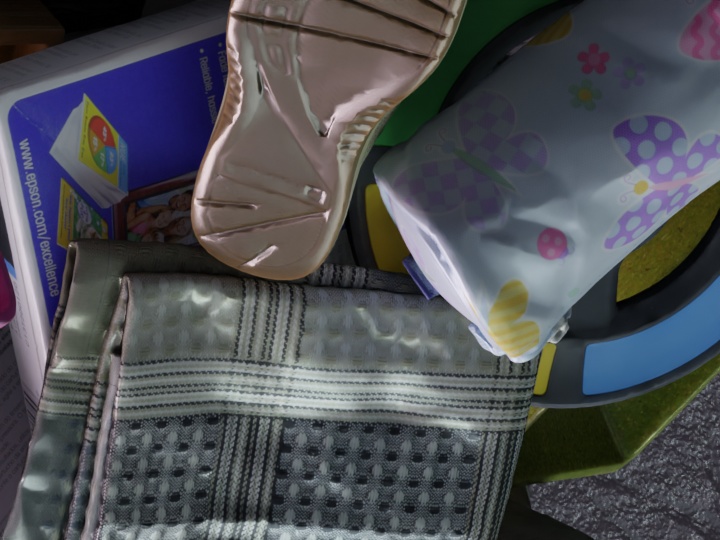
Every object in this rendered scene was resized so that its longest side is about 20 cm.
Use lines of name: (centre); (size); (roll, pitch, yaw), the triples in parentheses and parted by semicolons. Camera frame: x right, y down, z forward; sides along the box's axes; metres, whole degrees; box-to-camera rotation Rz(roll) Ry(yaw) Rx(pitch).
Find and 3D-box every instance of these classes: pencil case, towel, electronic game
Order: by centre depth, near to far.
pencil case: (0.100, -0.056, 0.862); (0.200, 0.091, 0.083); (-38, 173, -1)
towel: (-0.036, 0.088, 0.917); (0.199, 0.194, 0.035); (7, -159, -20)
electronic game: (0.090, -0.040, 0.933); (0.199, 0.201, 0.042); (-6, -158, -12)

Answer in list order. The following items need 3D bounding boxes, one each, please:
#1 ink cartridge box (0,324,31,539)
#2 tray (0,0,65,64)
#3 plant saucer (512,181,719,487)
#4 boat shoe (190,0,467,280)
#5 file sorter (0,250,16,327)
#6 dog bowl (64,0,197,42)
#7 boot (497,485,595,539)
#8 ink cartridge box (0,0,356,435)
ink cartridge box: (-0.188, 0.069, 0.941); (0.043, 0.200, 0.197); (-18, -152, 55)
tray: (-0.212, -0.049, 0.872); (0.199, 0.099, 0.037); (-5, -148, -32)
plant saucer: (0.136, 0.013, 1.100); (0.200, 0.048, 0.200); (-48, 159, 18)
boat shoe: (-0.008, -0.082, 0.819); (0.072, 0.065, 0.200); (21, 137, -2)
file sorter: (-0.227, 0.003, 0.745); (0.199, 0.126, 0.139); (-32, 149, 14)
dog bowl: (-0.095, -0.067, 1.020); (0.199, 0.059, 0.200); (-8, 174, -1)
boot: (0.023, 0.141, 1.097); (0.181, 0.073, 0.200); (-19, -161, -4)
ink cartridge box: (-0.043, -0.010, 0.938); (0.199, 0.199, 0.043); (-19, -152, -23)
